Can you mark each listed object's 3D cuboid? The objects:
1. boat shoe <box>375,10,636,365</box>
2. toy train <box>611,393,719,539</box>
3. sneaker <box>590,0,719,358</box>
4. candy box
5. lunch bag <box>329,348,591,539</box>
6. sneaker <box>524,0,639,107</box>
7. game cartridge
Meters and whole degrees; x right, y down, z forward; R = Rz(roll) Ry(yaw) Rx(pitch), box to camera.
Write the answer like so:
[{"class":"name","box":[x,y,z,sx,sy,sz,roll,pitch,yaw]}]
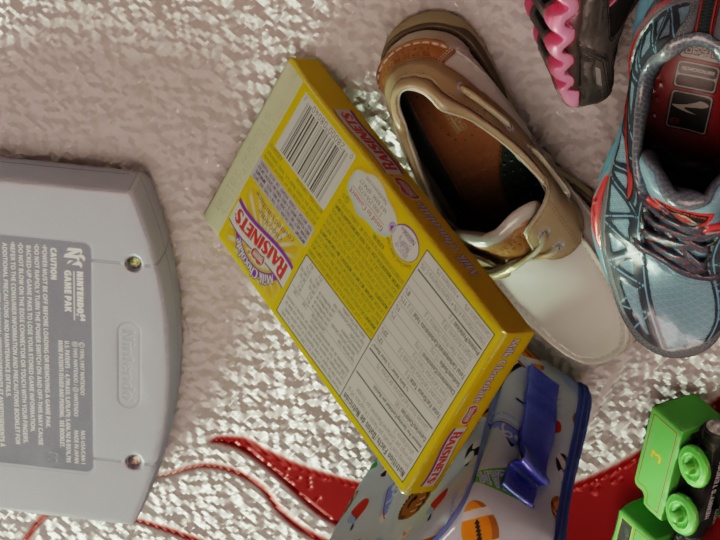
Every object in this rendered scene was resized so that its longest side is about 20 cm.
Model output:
[{"class":"boat shoe","box":[0.069,-0.027,1.434,0.075,0.069,0.200,-30,110,23]},{"class":"toy train","box":[0.154,0.152,1.525,0.056,0.042,0.201,41,134,39]},{"class":"sneaker","box":[0.141,-0.040,1.342,0.079,0.096,0.201,5,119,9]},{"class":"candy box","box":[0.000,0.000,1.410,0.026,0.200,0.103,-1,133,-41]},{"class":"lunch bag","box":[0.046,0.126,1.446,0.075,0.200,0.160,37,118,-12]},{"class":"sneaker","box":[0.124,-0.165,1.355,0.095,0.079,0.201,-5,124,-10]},{"class":"game cartridge","box":[-0.158,0.036,1.529,0.132,0.041,0.201,8,120,10]}]
